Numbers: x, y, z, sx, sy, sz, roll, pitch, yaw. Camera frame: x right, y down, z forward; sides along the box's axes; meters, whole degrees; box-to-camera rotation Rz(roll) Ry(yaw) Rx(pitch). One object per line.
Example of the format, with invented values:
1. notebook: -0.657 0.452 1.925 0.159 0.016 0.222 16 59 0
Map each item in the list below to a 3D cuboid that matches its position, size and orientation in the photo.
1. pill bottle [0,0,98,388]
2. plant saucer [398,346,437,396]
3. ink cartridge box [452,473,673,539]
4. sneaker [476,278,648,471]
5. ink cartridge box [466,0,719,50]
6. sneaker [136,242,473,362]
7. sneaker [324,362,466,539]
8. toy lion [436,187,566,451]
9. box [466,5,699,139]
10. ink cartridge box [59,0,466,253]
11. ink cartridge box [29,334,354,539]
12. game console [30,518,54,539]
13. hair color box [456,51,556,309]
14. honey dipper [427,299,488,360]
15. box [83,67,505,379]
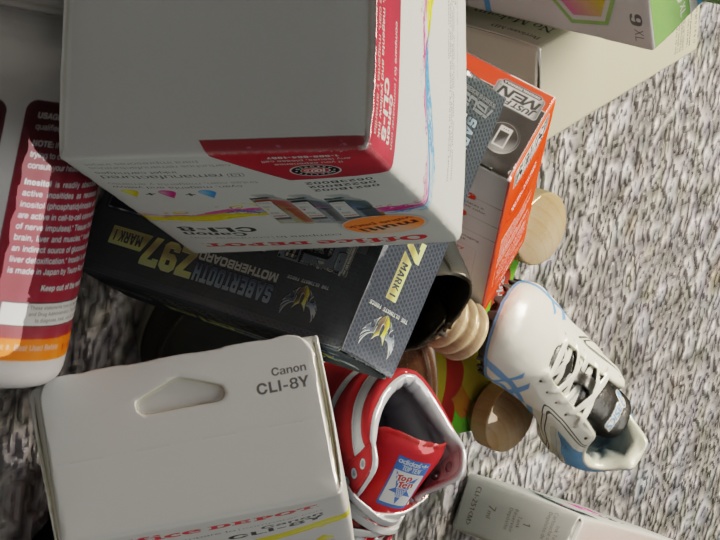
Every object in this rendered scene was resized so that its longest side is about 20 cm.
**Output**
1. pill bottle: -0.176 -0.054 1.379 0.113 0.113 0.201 -2 108 -57
2. plant saucer: -0.023 0.086 1.723 0.200 0.034 0.201 -18 118 -38
3. ink cartridge box: 0.182 0.196 2.011 0.200 0.173 0.044 22 87 -59
4. sneaker: 0.128 0.066 1.823 0.072 0.072 0.200 -63 148 -15
5. ink cartridge box: 0.142 -0.195 1.725 0.059 0.199 0.104 -45 139 -37
6. sneaker: -0.034 0.021 1.570 0.200 0.106 0.075 -36 131 17
7. sneaker: 0.001 0.148 1.627 0.071 0.112 0.201 3 85 -39
8. toy lion: 0.033 0.044 1.819 0.191 0.069 0.201 -6 110 -49
9. box: 0.132 -0.148 1.850 0.200 0.082 0.069 -32 132 -48
10. ink cartridge box: -0.039 -0.098 1.363 0.200 0.145 0.145 38 52 -72
11. ink cartridge box: -0.081 0.103 1.490 0.200 0.145 0.084 84 -5 -76
12. game console: -0.114 0.217 1.610 0.200 0.116 0.176 -49 142 -34
13. hair color box: 0.047 -0.055 1.675 0.061 0.101 0.200 -59 171 -20
14. honey dipper: 0.000 0.000 1.663 0.200 0.038 0.038 30 79 -44
15. box: -0.039 -0.044 1.515 0.051 0.200 0.158 32 77 -48
